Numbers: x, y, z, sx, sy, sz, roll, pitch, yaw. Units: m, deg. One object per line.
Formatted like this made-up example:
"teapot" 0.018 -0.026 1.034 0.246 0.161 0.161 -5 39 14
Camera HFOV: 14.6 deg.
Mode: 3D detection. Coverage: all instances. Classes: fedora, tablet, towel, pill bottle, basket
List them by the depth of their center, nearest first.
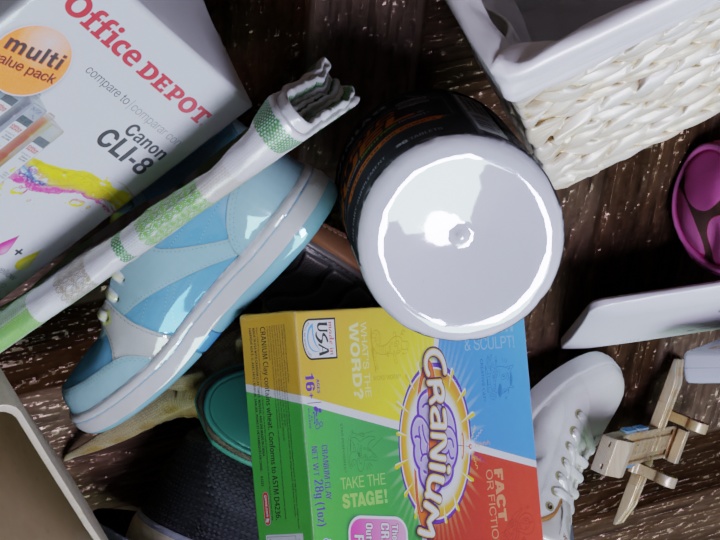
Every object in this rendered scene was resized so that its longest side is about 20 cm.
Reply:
"towel" -0.097 -0.031 1.365 0.200 0.031 0.149 -34 -178 14
"basket" 0.144 -0.153 1.465 0.199 0.136 0.124 -26 145 -2
"pill bottle" 0.041 -0.036 1.469 0.106 0.200 0.107 -1 102 -5
"fedora" -0.059 0.142 1.685 0.200 0.200 0.092 16 93 -40
"tablet" 0.228 0.021 1.726 0.199 0.014 0.130 -9 169 -6

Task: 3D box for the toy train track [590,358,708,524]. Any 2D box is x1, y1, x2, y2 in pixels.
"toy train track" 0.187 0.116 1.788 0.115 0.032 0.200 -70 162 6

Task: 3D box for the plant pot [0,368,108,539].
"plant pot" -0.261 0.100 1.477 0.199 0.178 0.200 -25 141 -1

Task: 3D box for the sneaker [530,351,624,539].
"sneaker" 0.115 0.139 1.729 0.200 0.084 0.073 -49 142 -20

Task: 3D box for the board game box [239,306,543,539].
"board game box" 0.020 0.095 1.524 0.040 0.154 0.199 -7 177 40

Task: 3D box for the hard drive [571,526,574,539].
"hard drive" 0.064 0.150 1.823 0.134 0.042 0.200 -24 140 -4

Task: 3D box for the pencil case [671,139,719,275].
"pencil case" 0.293 -0.046 1.706 0.199 0.091 0.094 -6 125 -27

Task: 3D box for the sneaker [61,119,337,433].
"sneaker" -0.120 -0.015 1.492 0.130 0.080 0.200 41 108 -10

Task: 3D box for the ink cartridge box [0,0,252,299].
"ink cartridge box" -0.182 -0.099 1.328 0.200 0.145 0.145 -37 140 11

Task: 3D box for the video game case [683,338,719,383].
"video game case" 0.324 0.043 1.720 0.199 0.022 0.182 -2 -173 30

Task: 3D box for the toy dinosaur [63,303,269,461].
"toy dinosaur" -0.100 0.061 1.622 0.199 0.058 0.101 -32 142 6

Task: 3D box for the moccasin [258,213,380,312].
"moccasin" 0.001 -0.001 1.603 0.073 0.078 0.201 -22 153 34

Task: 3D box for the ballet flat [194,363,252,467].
"ballet flat" -0.002 0.087 1.633 0.199 0.068 0.070 2 178 -12
